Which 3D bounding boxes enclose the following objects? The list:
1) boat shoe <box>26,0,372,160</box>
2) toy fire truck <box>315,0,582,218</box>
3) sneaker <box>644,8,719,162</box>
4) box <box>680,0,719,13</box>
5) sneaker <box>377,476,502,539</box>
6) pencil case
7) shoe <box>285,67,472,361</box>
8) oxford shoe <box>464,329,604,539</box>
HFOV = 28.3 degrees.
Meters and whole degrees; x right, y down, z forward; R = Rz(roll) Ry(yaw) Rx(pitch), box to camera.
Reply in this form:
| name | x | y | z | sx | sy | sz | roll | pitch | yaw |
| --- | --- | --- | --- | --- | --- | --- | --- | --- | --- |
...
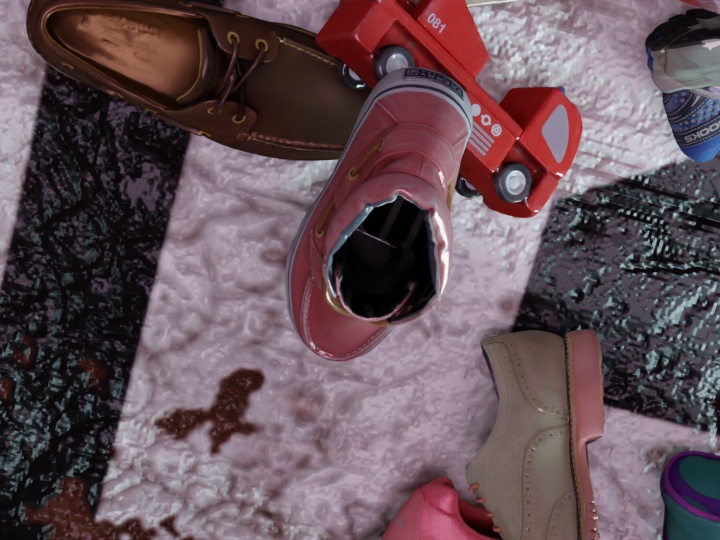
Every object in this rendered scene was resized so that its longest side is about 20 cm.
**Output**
| name | x | y | z | sx | sy | sz | roll | pitch | yaw |
| --- | --- | --- | --- | --- | --- | --- | --- | --- | --- |
| boat shoe | -0.075 | -0.099 | 0.731 | 0.199 | 0.068 | 0.072 | 17 | 102 | -10 |
| toy fire truck | 0.053 | -0.138 | 0.725 | 0.200 | 0.049 | 0.141 | 41 | 77 | -25 |
| sneaker | 0.252 | -0.104 | 0.744 | 0.199 | 0.077 | 0.086 | -9 | 115 | 9 |
| box | 0.151 | -0.191 | 0.644 | 0.094 | 0.200 | 0.103 | -34 | 104 | 8 |
| sneaker | 0.100 | 0.188 | 0.813 | 0.200 | 0.074 | 0.087 | 30 | 99 | -10 |
| pencil case | 0.216 | 0.206 | 0.813 | 0.085 | 0.092 | 0.201 | 8 | 111 | 37 |
| shoe | 0.000 | 0.000 | 0.709 | 0.071 | 0.091 | 0.200 | 19 | 136 | -5 |
| oxford shoe | 0.092 | 0.130 | 0.774 | 0.073 | 0.071 | 0.201 | 3 | 70 | 3 |
